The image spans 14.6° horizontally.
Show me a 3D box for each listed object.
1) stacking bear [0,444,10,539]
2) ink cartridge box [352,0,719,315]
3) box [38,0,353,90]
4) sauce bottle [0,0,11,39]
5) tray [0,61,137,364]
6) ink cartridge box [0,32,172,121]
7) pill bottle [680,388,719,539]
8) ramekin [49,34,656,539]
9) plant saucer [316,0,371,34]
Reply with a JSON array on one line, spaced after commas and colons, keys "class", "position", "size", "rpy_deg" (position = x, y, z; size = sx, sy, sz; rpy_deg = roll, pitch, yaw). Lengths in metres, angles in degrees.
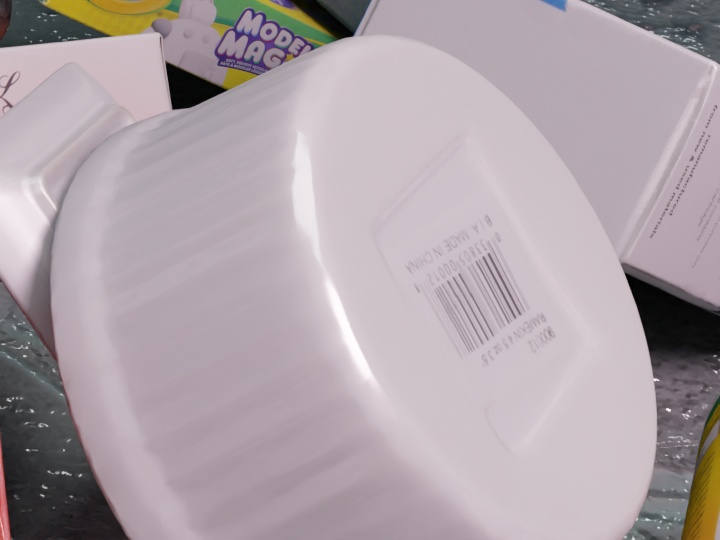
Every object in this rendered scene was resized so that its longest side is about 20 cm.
[{"class": "stacking bear", "position": [-0.208, 0.071, 0.834], "size": [0.199, 0.122, 0.114], "rpy_deg": [-6, 4, -11]}, {"class": "ink cartridge box", "position": [0.102, -0.047, 1.093], "size": [0.146, 0.086, 0.200], "rpy_deg": [29, 6, 31]}, {"class": "box", "position": [-0.086, -0.130, 1.234], "size": [0.199, 0.048, 0.117], "rpy_deg": [21, 19, -34]}, {"class": "sauce bottle", "position": [-0.210, -0.110, 1.108], "size": [0.065, 0.065, 0.200], "rpy_deg": [21, 11, 20]}, {"class": "tray", "position": [-0.053, 0.028, 0.913], "size": [0.022, 0.200, 0.107], "rpy_deg": [-28, 11, 28]}, {"class": "ink cartridge box", "position": [-0.160, -0.061, 1.077], "size": [0.199, 0.045, 0.176], "rpy_deg": [-10, 2, -33]}, {"class": "pill bottle", "position": [0.153, 0.106, 0.882], "size": [0.112, 0.113, 0.200], "rpy_deg": [13, 27, 6]}, {"class": "ramekin", "position": [0.006, 0.023, 0.884], "size": [0.200, 0.098, 0.201], "rpy_deg": [35, 41, -36]}, {"class": "plant saucer", "position": [0.017, -0.121, 1.268], "size": [0.200, 0.036, 0.200], "rpy_deg": [38, 9, -7]}]
